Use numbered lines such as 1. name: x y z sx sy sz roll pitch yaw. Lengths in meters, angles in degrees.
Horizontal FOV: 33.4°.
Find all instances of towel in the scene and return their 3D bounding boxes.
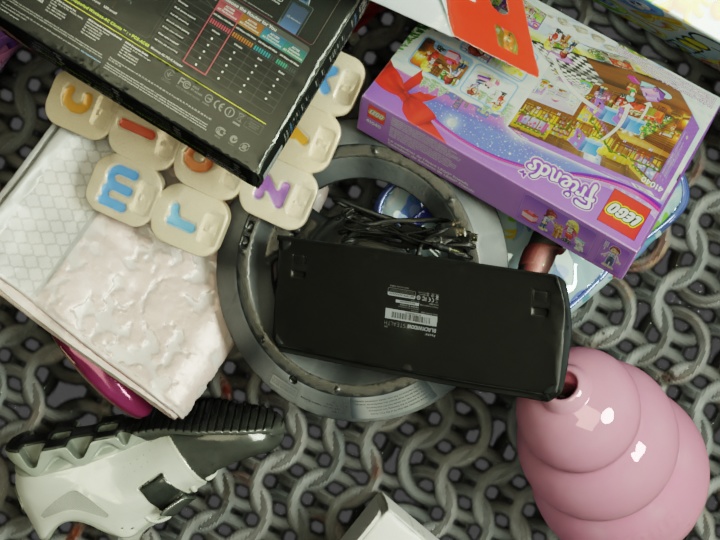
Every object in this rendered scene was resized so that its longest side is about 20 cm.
1. towel: -0.145 -0.032 0.833 0.190 0.032 0.201 36 73 -10

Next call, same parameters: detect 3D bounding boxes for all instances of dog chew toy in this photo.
1. dog chew toy: 0.160 0.116 0.796 0.123 0.200 0.126 -12 57 20

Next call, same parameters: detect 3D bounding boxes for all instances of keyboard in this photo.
1. keyboard: 0.039 0.014 0.751 0.198 0.040 0.106 9 99 24

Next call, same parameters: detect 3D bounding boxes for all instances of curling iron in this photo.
1. curling iron: 0.125 -0.011 0.779 0.025 0.049 0.202 37 66 -26

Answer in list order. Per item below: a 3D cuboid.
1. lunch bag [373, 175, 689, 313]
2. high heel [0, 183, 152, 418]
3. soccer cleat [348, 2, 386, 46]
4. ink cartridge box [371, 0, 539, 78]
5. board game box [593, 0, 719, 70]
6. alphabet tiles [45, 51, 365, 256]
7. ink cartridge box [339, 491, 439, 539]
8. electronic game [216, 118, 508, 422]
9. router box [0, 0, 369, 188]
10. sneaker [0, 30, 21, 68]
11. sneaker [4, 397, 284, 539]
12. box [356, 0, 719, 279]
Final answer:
1. lunch bag: 0.115 -0.047 0.854 0.199 0.082 0.161 -38 87 -2
2. high heel: -0.181 0.001 0.849 0.096 0.067 0.201 -33 88 10
3. soccer cleat: -0.014 -0.210 0.851 0.198 0.069 0.086 -25 71 15
4. ink cartridge box: 0.033 -0.222 0.730 0.198 0.057 0.164 16 49 -24
5. board game box: 0.220 -0.220 0.821 0.198 0.103 0.106 25 97 -11
6. alphabet tiles: -0.103 -0.118 0.792 0.194 0.015 0.202 23 93 6
7. ink cartridge box: 0.046 0.280 0.851 0.200 0.086 0.147 40 89 0
8. electronic game: 0.000 0.000 0.803 0.197 0.042 0.203 0 90 9
9. router box: -0.107 -0.167 0.736 0.199 0.062 0.151 31 84 -1
10. sneaker: -0.269 -0.157 0.828 0.198 0.080 0.090 -8 102 25
11. sneaker: -0.146 0.146 0.857 0.197 0.074 0.090 -10 100 5
12. box: 0.116 -0.102 0.779 0.199 0.039 0.137 31 64 11
